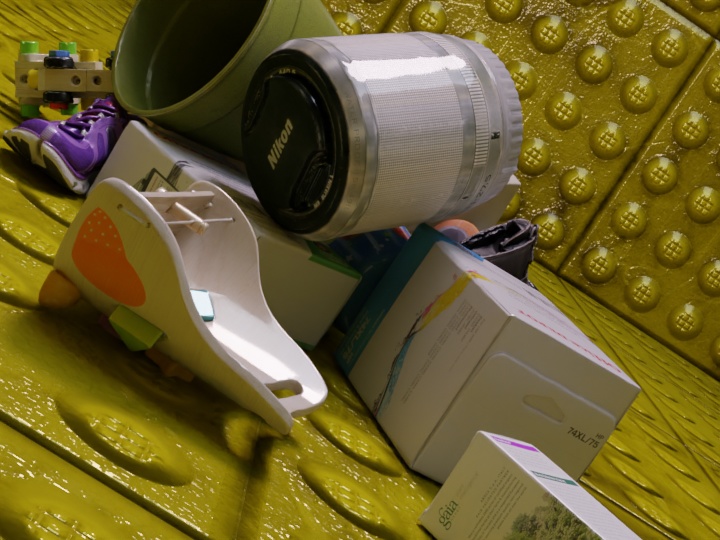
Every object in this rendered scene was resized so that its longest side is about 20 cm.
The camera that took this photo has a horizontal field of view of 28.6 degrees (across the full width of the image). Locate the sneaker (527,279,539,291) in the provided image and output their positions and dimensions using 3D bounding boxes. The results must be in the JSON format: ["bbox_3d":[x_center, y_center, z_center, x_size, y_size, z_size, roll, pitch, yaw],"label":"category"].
[{"bbox_3d":[0.214,0.071,1.724,0.201,0.075,0.115,64,16,11],"label":"sneaker"}]

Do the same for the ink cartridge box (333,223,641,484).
[{"bbox_3d":[0.099,0.084,1.169,0.146,0.146,0.200,29,10,-27],"label":"ink cartridge box"}]

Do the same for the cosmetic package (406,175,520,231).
[{"bbox_3d":[0.063,-0.098,1.493,0.199,0.073,0.104,-4,45,-46],"label":"cosmetic package"}]

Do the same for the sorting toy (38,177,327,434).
[{"bbox_3d":[-0.099,0.033,0.926,0.180,0.107,0.200,42,9,6],"label":"sorting toy"}]

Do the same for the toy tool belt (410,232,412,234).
[{"bbox_3d":[0.097,-0.003,1.625,0.123,0.125,0.200,45,-21,24],"label":"toy tool belt"}]

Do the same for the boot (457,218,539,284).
[{"bbox_3d":[0.144,0.032,1.335,0.199,0.175,0.069,-17,38,-40],"label":"boot"}]

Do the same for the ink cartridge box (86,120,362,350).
[{"bbox_3d":[-0.118,-0.031,1.210,0.200,0.084,0.146,41,12,37],"label":"ink cartridge box"}]

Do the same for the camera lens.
[{"bbox_3d":[0.014,-0.114,1.166,0.199,0.161,0.160,-11,37,-37],"label":"camera lens"}]

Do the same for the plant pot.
[{"bbox_3d":[-0.090,-0.179,1.296,0.193,0.201,0.200,37,4,-41],"label":"plant pot"}]

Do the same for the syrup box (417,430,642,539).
[{"bbox_3d":[0.140,0.197,0.930,0.200,0.079,0.081,40,11,36],"label":"syrup box"}]

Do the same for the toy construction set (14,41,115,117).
[{"bbox_3d":[-0.252,-0.192,1.378,0.131,0.199,0.093,-38,115,-79],"label":"toy construction set"}]

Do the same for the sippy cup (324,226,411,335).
[{"bbox_3d":[0.000,0.000,1.300,0.177,0.140,0.130,25,14,-37],"label":"sippy cup"}]

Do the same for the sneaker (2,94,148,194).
[{"bbox_3d":[-0.245,-0.121,1.246,0.080,0.084,0.200,34,9,7],"label":"sneaker"}]

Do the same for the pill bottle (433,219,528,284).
[{"bbox_3d":[0.127,0.029,1.515,0.106,0.106,0.200,41,-8,40],"label":"pill bottle"}]

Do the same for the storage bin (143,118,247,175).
[{"bbox_3d":[-0.147,-0.101,1.458,0.199,0.094,0.199,29,10,-25],"label":"storage bin"}]
